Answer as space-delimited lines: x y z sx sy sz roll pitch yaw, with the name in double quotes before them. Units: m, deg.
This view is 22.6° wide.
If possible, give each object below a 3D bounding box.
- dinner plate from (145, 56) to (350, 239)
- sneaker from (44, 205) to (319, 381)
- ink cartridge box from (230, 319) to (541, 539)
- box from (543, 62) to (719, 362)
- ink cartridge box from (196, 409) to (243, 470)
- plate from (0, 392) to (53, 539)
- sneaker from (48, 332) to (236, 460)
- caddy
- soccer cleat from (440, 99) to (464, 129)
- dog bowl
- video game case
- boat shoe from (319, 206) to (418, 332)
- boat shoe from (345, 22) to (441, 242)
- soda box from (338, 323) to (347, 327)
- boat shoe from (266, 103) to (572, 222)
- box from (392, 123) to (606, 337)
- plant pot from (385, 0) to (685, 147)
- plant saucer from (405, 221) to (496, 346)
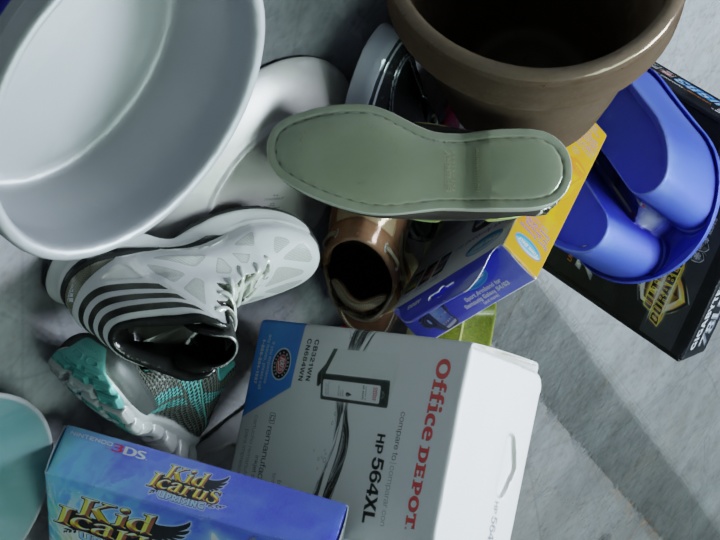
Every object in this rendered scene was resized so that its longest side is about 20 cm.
"dinner plate" -0.067 -0.051 1.230 0.200 0.024 0.201 -37 147 -28
"sneaker" -0.090 0.024 1.143 0.199 0.115 0.076 -8 131 -38
"ink cartridge box" 0.013 0.118 1.251 0.084 0.199 0.147 20 77 -46
"box" 0.235 -0.061 1.487 0.050 0.198 0.201 -16 134 -50
"ink cartridge box" -0.095 0.220 1.412 0.146 0.084 0.201 -39 148 -28
"plate" -0.278 0.156 1.132 0.200 0.026 0.201 -37 147 -30
"sneaker" -0.140 0.063 1.200 0.092 0.077 0.200 -56 161 -7
"caddy" 0.194 -0.085 1.411 0.141 0.201 0.105 -45 144 21
"soccer cleat" 0.127 -0.141 1.342 0.201 0.086 0.070 -52 180 -5
"dog bowl" -0.149 -0.110 0.984 0.200 0.079 0.201 -37 147 -29
"video game case" -0.115 0.201 1.232 0.182 0.198 0.046 99 8 -47
"boat shoe" 0.000 0.000 1.299 0.201 0.075 0.072 86 20 -59
"boat shoe" 0.032 -0.090 1.272 0.072 0.067 0.201 -55 158 -33
"soda box" -0.002 0.148 1.441 0.063 0.070 0.201 -30 130 -33
"boat shoe" 0.036 -0.065 1.191 0.061 0.199 0.072 117 -21 -80
"box" 0.098 -0.028 1.290 0.119 0.041 0.201 -33 -160 43
"plant pot" 0.117 -0.168 1.215 0.200 0.200 0.175 -45 159 -16
"plant saucer" 0.072 0.048 1.446 0.201 0.047 0.201 84 15 -51
